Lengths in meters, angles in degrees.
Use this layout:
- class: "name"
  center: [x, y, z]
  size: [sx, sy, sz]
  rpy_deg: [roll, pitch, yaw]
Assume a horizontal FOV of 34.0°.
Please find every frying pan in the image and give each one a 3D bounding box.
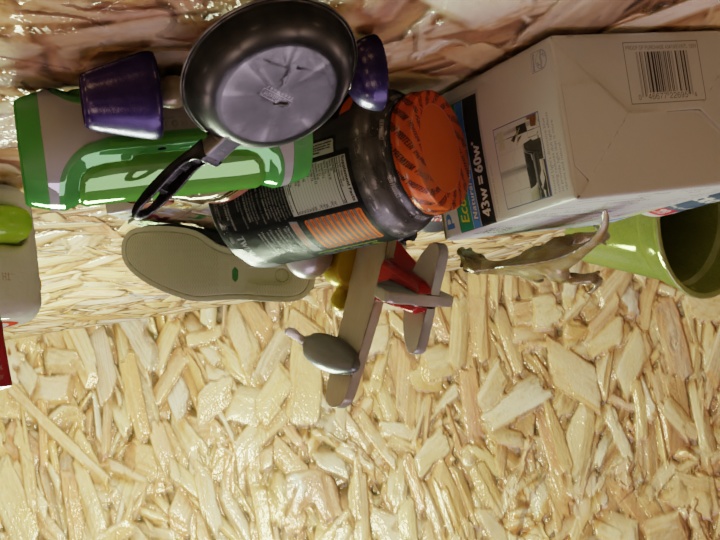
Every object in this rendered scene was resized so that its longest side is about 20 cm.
- class: "frying pan"
  center: [-0.086, -0.098, 0.727]
  size: [0.189, 0.031, 0.115]
  rpy_deg: [-30, 143, 6]

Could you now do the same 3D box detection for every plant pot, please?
- class: "plant pot"
  center: [0.365, -0.070, 1.493]
  size: [0.199, 0.203, 0.183]
  rpy_deg: [-5, -175, -38]

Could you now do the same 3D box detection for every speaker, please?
- class: "speaker"
  center: [-0.137, -0.092, 0.824]
  size: [0.198, 0.090, 0.088]
  rpy_deg: [-7, 175, -15]

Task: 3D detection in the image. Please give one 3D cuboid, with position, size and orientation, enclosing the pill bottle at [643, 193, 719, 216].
- class: "pill bottle"
  center: [0.327, -0.125, 1.065]
  size: [0.118, 0.121, 0.199]
  rpy_deg: [-5, 174, -33]

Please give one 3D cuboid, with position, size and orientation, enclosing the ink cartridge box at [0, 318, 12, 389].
- class: "ink cartridge box"
  center: [-0.325, -0.004, 0.815]
  size: [0.147, 0.203, 0.085]
  rpy_deg: [-13, 174, 44]

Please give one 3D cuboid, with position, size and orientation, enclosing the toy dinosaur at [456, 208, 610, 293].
- class: "toy dinosaur"
  center: [0.168, -0.008, 1.009]
  size: [0.100, 0.059, 0.199]
  rpy_deg: [-3, 174, -35]

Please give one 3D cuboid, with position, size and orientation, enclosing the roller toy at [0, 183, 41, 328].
- class: "roller toy"
  center: [-0.395, 0.001, 1.103]
  size: [0.180, 0.142, 0.200]
  rpy_deg: [-7, 175, -14]

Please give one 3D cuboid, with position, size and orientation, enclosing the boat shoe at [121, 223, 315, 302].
- class: "boat shoe"
  center: [-0.143, -0.006, 1.200]
  size: [0.197, 0.073, 0.068]
  rpy_deg: [9, -171, -1]

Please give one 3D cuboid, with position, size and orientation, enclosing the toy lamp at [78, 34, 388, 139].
- class: "toy lamp"
  center: [-0.082, -0.119, 0.768]
  size: [0.198, 0.059, 0.058]
  rpy_deg: [-8, 175, -14]

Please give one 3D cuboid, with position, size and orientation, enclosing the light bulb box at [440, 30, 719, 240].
- class: "light bulb box"
  center: [0.188, -0.107, 0.974]
  size: [0.196, 0.126, 0.200]
  rpy_deg: [-6, 176, -26]

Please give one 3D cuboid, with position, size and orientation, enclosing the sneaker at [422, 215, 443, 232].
- class: "sneaker"
  center: [0.140, -0.107, 1.158]
  size: [0.199, 0.068, 0.108]
  rpy_deg: [-19, 151, -17]

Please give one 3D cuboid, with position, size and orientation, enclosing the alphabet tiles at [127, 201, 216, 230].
- class: "alphabet tiles"
  center: [-0.136, -0.046, 1.185]
  size: [0.165, 0.006, 0.199]
  rpy_deg: [10, 167, -27]

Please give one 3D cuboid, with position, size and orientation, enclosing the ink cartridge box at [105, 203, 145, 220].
- class: "ink cartridge box"
  center: [-0.193, -0.071, 1.253]
  size: [0.094, 0.038, 0.200]
  rpy_deg: [-10, 173, 8]

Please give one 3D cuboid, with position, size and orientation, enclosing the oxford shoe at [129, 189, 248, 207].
- class: "oxford shoe"
  center: [-0.149, -0.088, 0.941]
  size: [0.199, 0.071, 0.074]
  rpy_deg: [-14, 167, 39]

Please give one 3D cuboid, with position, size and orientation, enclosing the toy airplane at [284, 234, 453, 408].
- class: "toy airplane"
  center: [0.000, 0.000, 1.075]
  size: [0.139, 0.202, 0.200]
  rpy_deg: [11, 146, -15]

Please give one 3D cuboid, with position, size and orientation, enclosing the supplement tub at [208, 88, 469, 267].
- class: "supplement tub"
  center: [-0.018, -0.077, 0.972]
  size: [0.198, 0.124, 0.122]
  rpy_deg: [-11, 174, 31]
